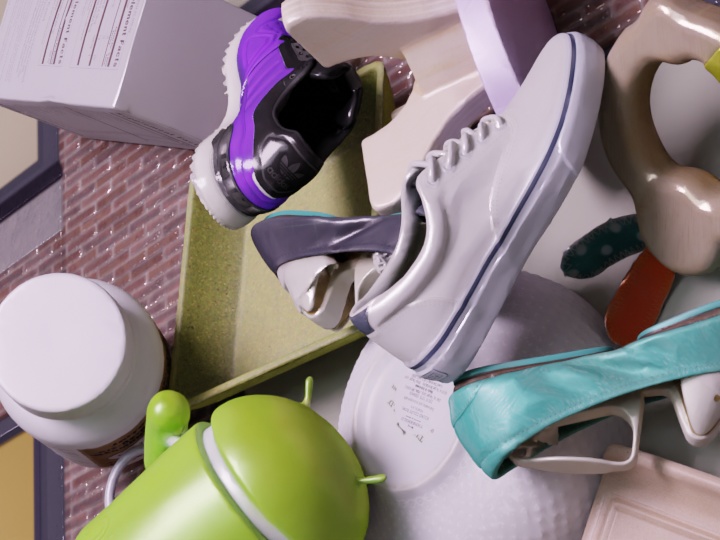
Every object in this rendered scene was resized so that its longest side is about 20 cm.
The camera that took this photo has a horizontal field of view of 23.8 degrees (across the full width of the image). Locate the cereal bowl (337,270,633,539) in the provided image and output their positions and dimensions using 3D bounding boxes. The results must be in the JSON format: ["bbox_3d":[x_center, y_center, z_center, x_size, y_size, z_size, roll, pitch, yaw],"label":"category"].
[{"bbox_3d":[0.055,0.089,0.985,0.200,0.083,0.201,-22,59,42],"label":"cereal bowl"}]

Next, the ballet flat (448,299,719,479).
[{"bbox_3d":[0.146,0.064,0.878,0.199,0.067,0.071,-17,75,9],"label":"ballet flat"}]

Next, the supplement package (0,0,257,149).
[{"bbox_3d":[-0.188,-0.165,1.334,0.199,0.113,0.110,10,83,48],"label":"supplement package"}]

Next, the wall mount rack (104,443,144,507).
[{"bbox_3d":[-0.136,0.227,1.152,0.173,0.074,0.201,-36,51,29],"label":"wall mount rack"}]

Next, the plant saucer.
[{"bbox_3d":[-0.042,-0.013,1.148,0.199,0.048,0.201,-25,50,39],"label":"plant saucer"}]

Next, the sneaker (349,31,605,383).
[{"bbox_3d":[0.062,-0.043,0.888,0.201,0.071,0.073,-64,16,-9],"label":"sneaker"}]

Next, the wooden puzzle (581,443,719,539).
[{"bbox_3d":[0.169,0.205,0.852,0.185,0.037,0.201,16,91,49],"label":"wooden puzzle"}]

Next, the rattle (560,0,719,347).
[{"bbox_3d":[0.196,-0.067,0.927,0.130,0.143,0.201,21,134,20],"label":"rattle"}]

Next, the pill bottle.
[{"bbox_3d":[-0.187,0.067,1.160,0.114,0.200,0.115,0,77,1],"label":"pill bottle"}]

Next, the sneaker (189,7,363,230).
[{"bbox_3d":[-0.038,-0.111,1.093,0.099,0.070,0.201,-27,33,29],"label":"sneaker"}]

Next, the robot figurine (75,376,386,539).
[{"bbox_3d":[-0.079,0.152,0.957,0.200,0.116,0.176,-42,64,8],"label":"robot figurine"}]

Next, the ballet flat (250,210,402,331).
[{"bbox_3d":[0.000,0.000,0.994,0.199,0.073,0.074,-2,73,43],"label":"ballet flat"}]

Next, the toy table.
[{"bbox_3d":[0.048,-0.128,1.024,0.117,0.184,0.201,-23,45,22],"label":"toy table"}]
